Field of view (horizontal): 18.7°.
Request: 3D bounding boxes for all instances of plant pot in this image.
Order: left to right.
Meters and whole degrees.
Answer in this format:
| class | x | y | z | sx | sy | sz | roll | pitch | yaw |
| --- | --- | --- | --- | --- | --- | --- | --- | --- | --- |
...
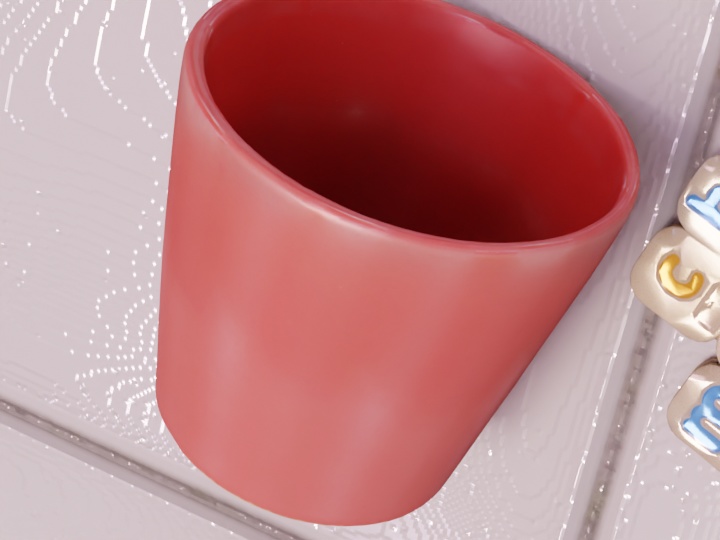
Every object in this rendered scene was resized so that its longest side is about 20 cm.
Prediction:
| class | x | y | z | sx | sy | sz | roll | pitch | yaw |
| --- | --- | --- | --- | --- | --- | --- | --- | --- | --- |
| plant pot | 0.000 | 0.000 | 0.947 | 0.200 | 0.200 | 0.178 | 31 | 125 | 17 |

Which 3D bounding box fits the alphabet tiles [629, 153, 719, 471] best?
| class | x | y | z | sx | sy | sz | roll | pitch | yaw |
| --- | --- | --- | --- | --- | --- | --- | --- | --- | --- |
| alphabet tiles | 0.219 | 0.020 | 0.928 | 0.195 | 0.015 | 0.200 | 38 | 118 | 13 |
